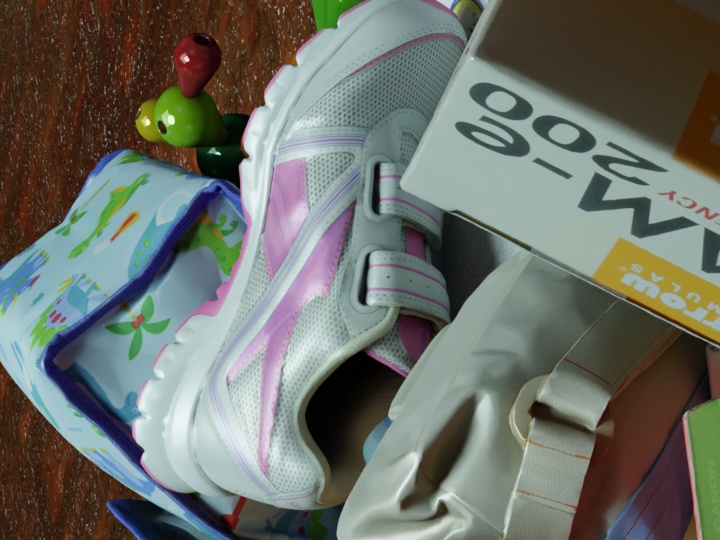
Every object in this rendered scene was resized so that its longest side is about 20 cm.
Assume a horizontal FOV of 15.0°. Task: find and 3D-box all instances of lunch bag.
[{"bbox_3d":[-0.051,0.060,1.116,0.200,0.127,0.170,46,174,-19],"label":"lunch bag"}]

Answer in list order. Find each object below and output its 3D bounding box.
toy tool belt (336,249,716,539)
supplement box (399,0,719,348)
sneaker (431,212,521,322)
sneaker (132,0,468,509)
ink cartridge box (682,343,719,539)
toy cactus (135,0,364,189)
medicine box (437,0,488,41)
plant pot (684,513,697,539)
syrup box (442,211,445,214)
[{"bbox_3d":[0.064,0.083,0.848,0.125,0.123,0.200,-46,8,47],"label":"toy tool belt"},{"bbox_3d":[0.110,-0.085,0.771,0.074,0.126,0.200,117,179,-58],"label":"supplement box"},{"bbox_3d":[0.106,-0.012,0.963,0.200,0.099,0.071,-32,58,50],"label":"sneaker"},{"bbox_3d":[0.000,0.000,0.978,0.088,0.081,0.200,23,93,34],"label":"sneaker"},{"bbox_3d":[0.136,0.118,0.842,0.044,0.173,0.200,-2,100,37],"label":"ink cartridge box"},{"bbox_3d":[-0.032,-0.064,1.212,0.102,0.200,0.165,28,120,18],"label":"toy cactus"},{"bbox_3d":[0.088,-0.138,0.989,0.200,0.103,0.182,136,124,-67],"label":"medicine box"},{"bbox_3d":[0.096,0.103,1.001,0.200,0.140,0.200,173,90,-70],"label":"plant pot"},{"bbox_3d":[0.056,0.053,1.150,0.200,0.079,0.082,98,153,-51],"label":"syrup box"}]
